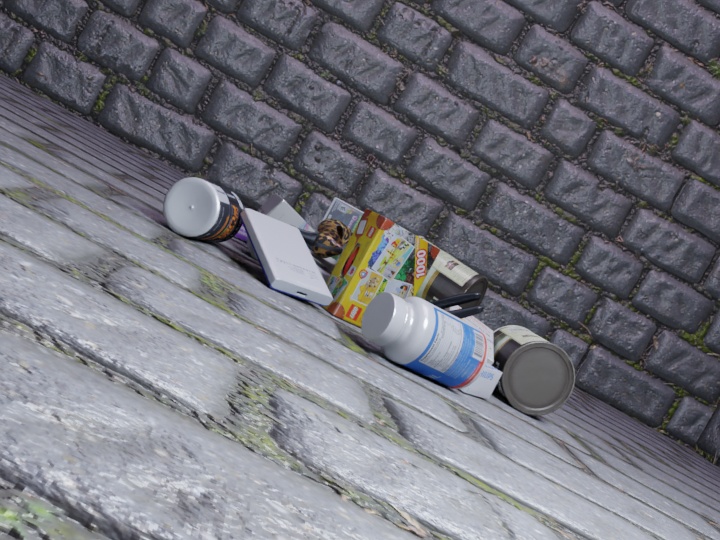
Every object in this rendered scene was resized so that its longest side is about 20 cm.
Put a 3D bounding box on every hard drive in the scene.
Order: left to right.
[{"bbox_3d":[-0.135,-0.025,1.496,0.132,0.025,0.200,21,28,-40],"label":"hard drive"}]

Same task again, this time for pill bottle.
[{"bbox_3d":[-0.276,-0.107,1.521,0.106,0.106,0.200,29,3,8],"label":"pill bottle"},{"bbox_3d":[0.102,0.109,1.341,0.200,0.112,0.112,28,3,-30],"label":"pill bottle"}]

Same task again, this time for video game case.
[{"bbox_3d":[-0.033,-0.058,2.126,0.182,0.200,0.023,29,4,1],"label":"video game case"}]

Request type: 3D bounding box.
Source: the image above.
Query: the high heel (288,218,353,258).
[{"bbox_3d":[-0.043,-0.056,1.706,0.142,0.072,0.200,23,15,37],"label":"high heel"}]

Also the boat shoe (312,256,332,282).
[{"bbox_3d":[-0.107,0.002,1.631,0.200,0.072,0.068,31,4,-7],"label":"boat shoe"}]

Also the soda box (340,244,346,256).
[{"bbox_3d":[0.000,0.000,1.800,0.070,0.063,0.200,41,27,-28],"label":"soda box"}]

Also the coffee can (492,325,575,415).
[{"bbox_3d":[0.335,0.199,1.701,0.146,0.147,0.200,28,2,-7],"label":"coffee can"}]

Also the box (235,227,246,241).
[{"bbox_3d":[-0.320,-0.119,2.031,0.137,0.039,0.200,26,4,-43],"label":"box"}]

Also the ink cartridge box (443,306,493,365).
[{"bbox_3d":[0.210,0.137,1.713,0.116,0.068,0.200,36,19,-4],"label":"ink cartridge box"}]

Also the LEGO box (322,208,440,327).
[{"bbox_3d":[0.034,0.009,1.563,0.149,0.200,0.077,27,3,-34],"label":"LEGO box"}]

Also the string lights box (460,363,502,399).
[{"bbox_3d":[0.149,0.155,1.517,0.200,0.059,0.103,31,4,37],"label":"string lights box"}]

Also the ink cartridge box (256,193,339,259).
[{"bbox_3d":[-0.159,-0.084,2.020,0.200,0.088,0.145,44,-2,-17],"label":"ink cartridge box"}]

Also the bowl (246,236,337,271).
[{"bbox_3d":[-0.151,-0.032,1.768,0.200,0.075,0.200,30,3,4],"label":"bowl"}]

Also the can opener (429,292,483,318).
[{"bbox_3d":[0.145,0.082,1.639,0.199,0.064,0.079,-6,-5,16],"label":"can opener"}]

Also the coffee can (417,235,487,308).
[{"bbox_3d":[0.188,0.027,2.027,0.200,0.147,0.146,35,5,26],"label":"coffee can"}]
